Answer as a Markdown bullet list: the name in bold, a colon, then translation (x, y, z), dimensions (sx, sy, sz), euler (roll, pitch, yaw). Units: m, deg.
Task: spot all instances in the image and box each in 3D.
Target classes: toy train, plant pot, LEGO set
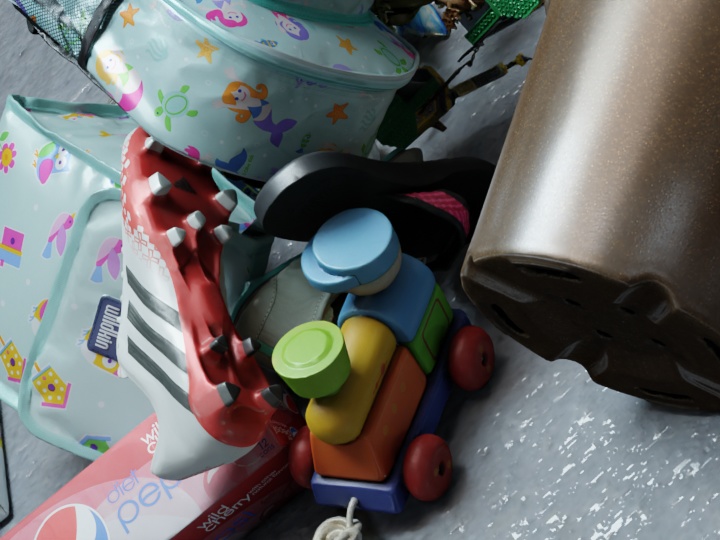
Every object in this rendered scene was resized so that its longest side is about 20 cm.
- **toy train**: translation (-0.011, 0.075, 1.335), dimensions (0.085, 0.116, 0.200), euler (3, 52, 29)
- **plant pot**: translation (0.150, -0.054, 1.244), dimensions (0.200, 0.200, 0.198), euler (0, 60, 53)
- **LEGO set**: translation (0.049, -0.178, 1.516), dimensions (0.116, 0.154, 0.200), euler (-42, -11, -44)

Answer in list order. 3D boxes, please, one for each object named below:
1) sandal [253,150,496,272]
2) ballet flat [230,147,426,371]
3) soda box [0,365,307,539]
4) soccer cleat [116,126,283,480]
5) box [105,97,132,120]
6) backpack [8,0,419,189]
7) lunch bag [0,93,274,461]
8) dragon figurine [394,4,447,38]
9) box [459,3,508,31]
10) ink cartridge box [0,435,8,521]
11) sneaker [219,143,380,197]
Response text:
- **sandal**: translation (0.020, -0.024, 1.404), dimensions (0.075, 0.200, 0.045), euler (-48, 63, 25)
- **ballet flat**: translation (0.000, 0.000, 1.488), dimensions (0.200, 0.064, 0.067), euler (-44, -20, -46)
- **soda box**: translation (-0.116, 0.135, 1.447), dimensions (0.200, 0.063, 0.070), euler (-40, 63, 13)
- **soccer cleat**: translation (-0.100, 0.015, 1.400), dimensions (0.085, 0.069, 0.200), euler (-38, 58, 34)
- **box**: translation (-0.152, -0.042, 1.665), dimensions (0.200, 0.068, 0.082), euler (-60, 13, 13)
- **backpack**: translation (-0.067, -0.131, 1.408), dimensions (0.200, 0.177, 0.151), euler (50, 118, 37)
- **lunch bag**: translation (-0.139, 0.012, 1.530), dimensions (0.200, 0.122, 0.171), euler (36, 113, 41)
- **dragon figurine**: translation (0.013, -0.158, 1.675), dimensions (0.059, 0.099, 0.200), euler (-40, 49, 8)
- **box**: translation (0.071, -0.253, 1.572), dimensions (0.160, 0.200, 0.044), euler (-27, 29, 29)
- **ink cartridge box**: translation (-0.310, 0.124, 1.721), dimensions (0.146, 0.083, 0.200), euler (-39, 30, 12)
- **sneaker**: translation (-0.046, -0.067, 1.642), dimensions (0.105, 0.076, 0.200), euler (-47, 19, 23)
